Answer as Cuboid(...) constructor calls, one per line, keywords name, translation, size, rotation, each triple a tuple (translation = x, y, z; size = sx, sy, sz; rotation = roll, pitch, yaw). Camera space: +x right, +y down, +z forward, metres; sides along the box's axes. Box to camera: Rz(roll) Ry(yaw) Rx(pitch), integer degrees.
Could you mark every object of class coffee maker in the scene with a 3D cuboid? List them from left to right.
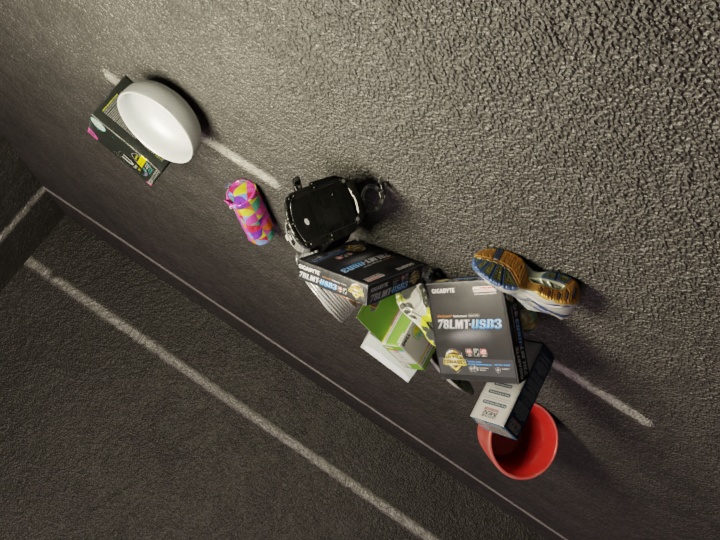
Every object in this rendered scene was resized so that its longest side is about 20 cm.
Cuboid(name="coffee maker", translation=(-0.056, -0.103, 1.267), size=(0.186, 0.139, 0.200), rotation=(2, 177, -6))

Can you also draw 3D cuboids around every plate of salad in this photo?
Cuboid(name="plate of salad", translation=(0.232, 0.239, 1.672), size=(0.200, 0.048, 0.201), rotation=(44, -168, -11))

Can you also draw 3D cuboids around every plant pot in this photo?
Cuboid(name="plant pot", translation=(0.412, 0.451, 1.749), size=(0.198, 0.203, 0.177), rotation=(35, 169, -3))

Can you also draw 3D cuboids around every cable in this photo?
Cuboid(name="cable", translation=(-0.084, 0.034, 1.632), size=(0.201, 0.069, 0.200), rotation=(53, -178, -15))

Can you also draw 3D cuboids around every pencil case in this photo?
Cuboid(name="pencil case", translation=(-0.279, -0.146, 1.632), size=(0.087, 0.089, 0.201), rotation=(24, 159, 24))

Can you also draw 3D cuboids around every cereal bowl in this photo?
Cuboid(name="cereal bowl", translation=(-0.430, -0.338, 1.417), size=(0.196, 0.084, 0.202), rotation=(25, 152, 14))

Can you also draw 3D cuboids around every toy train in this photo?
Cuboid(name="toy train", translation=(0.191, 0.063, 1.412), size=(0.034, 0.046, 0.201), rotation=(7, 145, 42))

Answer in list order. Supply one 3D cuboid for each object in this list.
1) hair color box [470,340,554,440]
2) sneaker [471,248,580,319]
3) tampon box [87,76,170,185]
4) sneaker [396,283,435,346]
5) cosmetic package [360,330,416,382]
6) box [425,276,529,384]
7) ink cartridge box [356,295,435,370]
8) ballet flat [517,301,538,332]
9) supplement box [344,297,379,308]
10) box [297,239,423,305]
Cuboid(name="hair color box", translation=(0.329, 0.252, 1.389), size=(0.060, 0.202, 0.099), rotation=(43, 158, -29))
Cuboid(name="sneaker", translation=(0.286, 0.032, 1.139), size=(0.197, 0.076, 0.089), rotation=(26, 155, 24))
Cuboid(name="tampon box", translation=(-0.537, -0.332, 1.554), size=(0.199, 0.128, 0.149), rotation=(41, 159, -17))
Cuboid(name="sneaker", translation=(0.147, 0.104, 1.457), size=(0.202, 0.074, 0.085), rotation=(58, -173, 32))
Cuboid(name="cosmetic package", translation=(0.091, 0.186, 1.667), size=(0.149, 0.052, 0.200), rotation=(34, -159, 1))
Cuboid(name="box", translation=(0.227, 0.116, 1.270), size=(0.197, 0.049, 0.204), rotation=(-4, 99, 48))
Cuboid(name="ink cartridge box", translation=(0.102, 0.115, 1.513), size=(0.200, 0.150, 0.075), rotation=(45, 155, -28))
Cuboid(name="ballet flat", translation=(0.267, 0.068, 1.289), size=(0.197, 0.071, 0.071), rotation=(14, 153, 45))
Cuboid(name="supplement box", translation=(0.004, 0.045, 1.540), size=(0.065, 0.070, 0.199), rotation=(22, 178, 28))
Cuboid(name="box", translation=(0.000, 0.000, 1.362), size=(0.195, 0.198, 0.051), rotation=(19, 115, 36))
